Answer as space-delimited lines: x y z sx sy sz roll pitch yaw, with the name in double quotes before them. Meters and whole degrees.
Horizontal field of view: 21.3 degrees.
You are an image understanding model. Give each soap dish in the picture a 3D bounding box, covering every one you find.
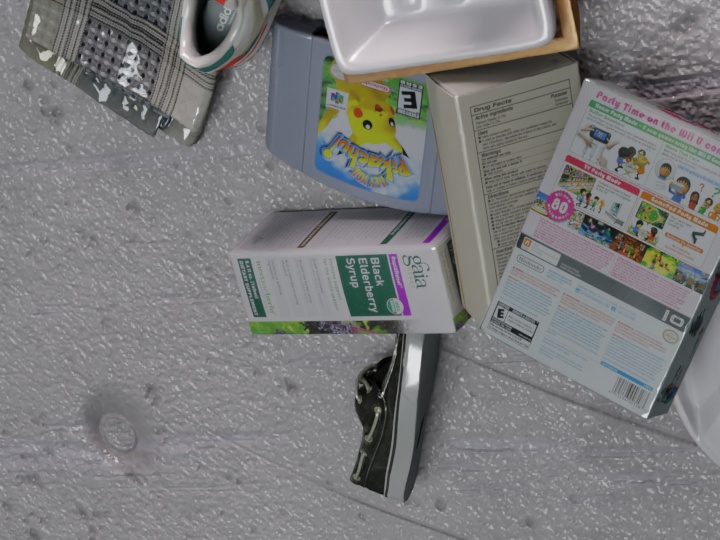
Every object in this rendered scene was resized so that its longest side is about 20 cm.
"soap dish" 0.062 -0.230 1.413 0.199 0.081 0.158 -5 108 31

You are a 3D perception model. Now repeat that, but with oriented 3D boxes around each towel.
"towel" -0.193 -0.217 1.599 0.192 0.035 0.201 30 127 11

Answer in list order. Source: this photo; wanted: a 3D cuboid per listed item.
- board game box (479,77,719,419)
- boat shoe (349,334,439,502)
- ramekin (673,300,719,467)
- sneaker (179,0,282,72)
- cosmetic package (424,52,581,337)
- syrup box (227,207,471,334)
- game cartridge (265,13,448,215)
"board game box" 0.193 -0.017 1.379 0.147 0.064 0.201 29 104 24
"boat shoe" 0.024 0.114 1.638 0.063 0.071 0.201 15 125 10
"ramekin" 0.337 0.067 1.427 0.201 0.094 0.204 13 122 22
"sneaker" -0.087 -0.239 1.470 0.070 0.093 0.201 27 112 6
"cosmetic package" 0.120 -0.062 1.461 0.103 0.073 0.201 -15 114 -13
"syrup box" 0.000 0.000 1.585 0.199 0.081 0.079 -1 117 31
"game cartridge" 0.015 -0.119 1.539 0.199 0.040 0.134 18 128 19
